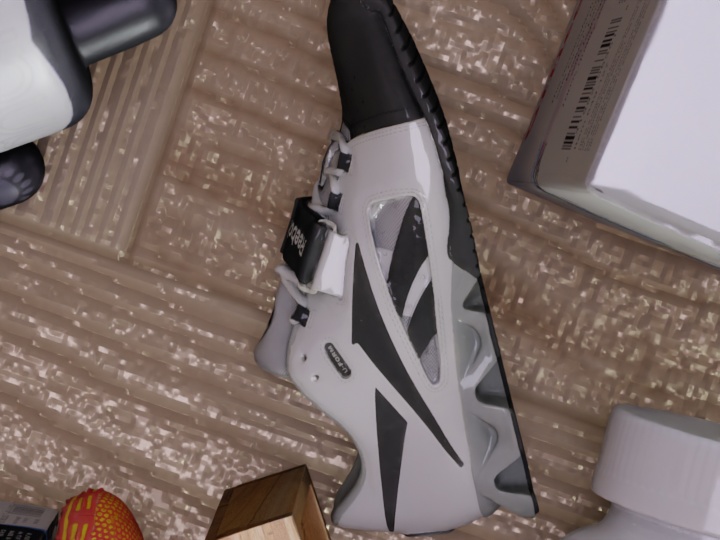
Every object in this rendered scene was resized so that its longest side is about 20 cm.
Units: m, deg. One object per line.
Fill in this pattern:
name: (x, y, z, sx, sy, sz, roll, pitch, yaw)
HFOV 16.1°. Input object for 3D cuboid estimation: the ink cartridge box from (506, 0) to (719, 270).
ink cartridge box: (0.149, -0.068, 0.829, 0.144, 0.200, 0.148, 22, 92, -5)

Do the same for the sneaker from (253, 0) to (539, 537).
sneaker: (0.000, 0.000, 0.891, 0.088, 0.074, 0.201, -12, 98, 3)

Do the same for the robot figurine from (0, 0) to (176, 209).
robot figurine: (-0.166, -0.090, 0.859, 0.199, 0.125, 0.151, -20, 88, 0)

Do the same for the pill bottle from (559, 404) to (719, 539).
pill bottle: (0.106, 0.155, 0.886, 0.109, 0.110, 0.201, 14, 93, -2)

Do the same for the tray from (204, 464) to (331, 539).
tray: (-0.006, 0.175, 0.886, 0.037, 0.099, 0.201, -19, 95, 3)

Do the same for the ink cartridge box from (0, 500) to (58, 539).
ink cartridge box: (-0.137, 0.186, 0.886, 0.039, 0.099, 0.201, 8, 94, -3)

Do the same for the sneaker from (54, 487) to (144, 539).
sneaker: (-0.063, 0.168, 0.900, 0.077, 0.073, 0.201, -11, 105, 12)
